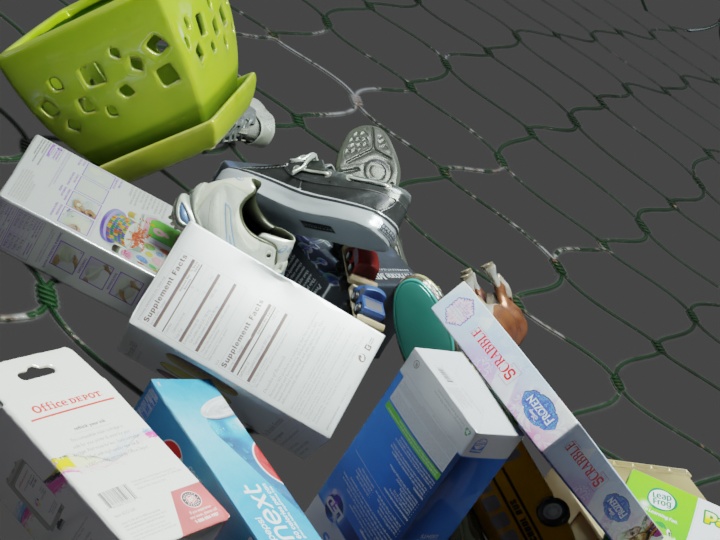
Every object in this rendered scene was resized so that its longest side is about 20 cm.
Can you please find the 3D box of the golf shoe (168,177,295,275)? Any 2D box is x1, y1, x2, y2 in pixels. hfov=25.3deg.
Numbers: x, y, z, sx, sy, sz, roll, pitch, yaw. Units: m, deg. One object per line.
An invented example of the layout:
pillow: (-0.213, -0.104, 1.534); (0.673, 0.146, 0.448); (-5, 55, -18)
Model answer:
golf shoe: (-0.099, 0.006, 1.514); (0.200, 0.097, 0.078); (65, 19, -15)

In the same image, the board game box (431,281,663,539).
board game box: (0.160, 0.130, 1.379); (0.200, 0.041, 0.200); (51, 2, -42)

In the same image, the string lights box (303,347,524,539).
string lights box: (0.038, 0.172, 1.327); (0.059, 0.200, 0.103); (8, 35, -41)

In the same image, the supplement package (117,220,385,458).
supplement package: (-0.100, 0.064, 1.423); (0.200, 0.114, 0.110); (30, 69, -3)

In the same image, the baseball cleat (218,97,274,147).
baseball cleat: (-0.153, -0.176, 1.890); (0.106, 0.070, 0.200); (30, 26, -6)

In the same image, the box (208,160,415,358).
box: (-0.061, -0.010, 1.651); (0.148, 0.107, 0.200); (0, 41, -49)

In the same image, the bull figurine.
bull figurine: (0.133, 0.061, 1.778); (0.122, 0.065, 0.200); (68, 20, -2)

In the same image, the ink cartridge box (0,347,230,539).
ink cartridge box: (-0.212, 0.154, 1.230); (0.200, 0.068, 0.116); (45, 27, 20)

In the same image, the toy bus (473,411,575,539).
toy bus: (0.142, 0.218, 1.478); (0.065, 0.078, 0.200); (73, -9, -49)

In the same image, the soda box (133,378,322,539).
soda box: (-0.113, 0.177, 1.305); (0.068, 0.064, 0.200); (4, 38, -46)

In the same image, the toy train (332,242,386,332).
toy train: (0.000, 0.000, 1.527); (0.034, 0.046, 0.200); (24, 29, -21)

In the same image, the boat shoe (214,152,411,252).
boat shoe: (-0.045, -0.076, 1.531); (0.199, 0.068, 0.074); (14, -25, 33)

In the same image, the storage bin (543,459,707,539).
storage bin: (0.278, 0.284, 1.532); (0.198, 0.094, 0.200); (11, 33, -37)

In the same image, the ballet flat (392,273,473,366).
ballet flat: (0.086, 0.098, 1.610); (0.072, 0.072, 0.201); (-17, 87, -58)

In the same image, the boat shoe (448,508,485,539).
boat shoe: (0.079, 0.247, 1.395); (0.201, 0.066, 0.072); (-113, -179, -72)

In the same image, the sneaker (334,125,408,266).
sneaker: (0.008, -0.054, 1.769); (0.076, 0.114, 0.200); (-8, 81, -9)

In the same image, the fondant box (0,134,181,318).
fondant box: (-0.249, -0.036, 1.539); (0.200, 0.058, 0.144); (27, 26, -9)

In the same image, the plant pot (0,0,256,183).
plant pot: (-0.227, -0.205, 1.677); (0.182, 0.199, 0.200); (64, 20, -16)

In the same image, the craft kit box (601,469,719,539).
craft kit box: (0.297, 0.284, 1.393); (0.200, 0.049, 0.198); (23, 36, 11)
